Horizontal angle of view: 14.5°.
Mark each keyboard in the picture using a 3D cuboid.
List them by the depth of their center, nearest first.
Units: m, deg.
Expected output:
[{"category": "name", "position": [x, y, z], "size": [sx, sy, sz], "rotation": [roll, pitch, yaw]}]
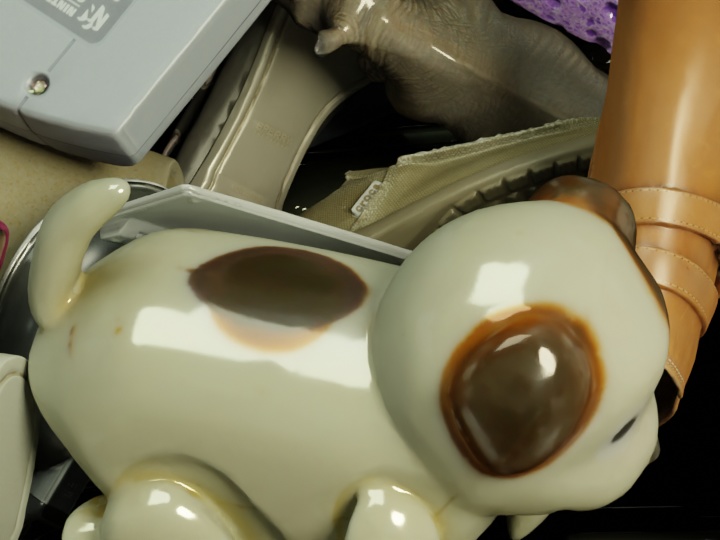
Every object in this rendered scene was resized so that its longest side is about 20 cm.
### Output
[{"category": "keyboard", "position": [0.000, 0.000, 0.999], "size": [0.056, 0.200, 0.011], "rotation": [-22, 61, 44]}]

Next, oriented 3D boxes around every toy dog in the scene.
[{"category": "toy dog", "position": [0.006, 0.035, 0.919], "size": [0.200, 0.194, 0.140], "rotation": [-12, 21, 28]}]

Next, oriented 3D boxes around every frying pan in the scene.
[{"category": "frying pan", "position": [-0.108, 0.051, 0.989], "size": [0.031, 0.115, 0.190], "rotation": [16, 56, 40]}]

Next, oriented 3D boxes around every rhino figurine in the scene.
[{"category": "rhino figurine", "position": [0.036, -0.083, 1.117], "size": [0.060, 0.200, 0.087], "rotation": [-61, 27, 7]}]

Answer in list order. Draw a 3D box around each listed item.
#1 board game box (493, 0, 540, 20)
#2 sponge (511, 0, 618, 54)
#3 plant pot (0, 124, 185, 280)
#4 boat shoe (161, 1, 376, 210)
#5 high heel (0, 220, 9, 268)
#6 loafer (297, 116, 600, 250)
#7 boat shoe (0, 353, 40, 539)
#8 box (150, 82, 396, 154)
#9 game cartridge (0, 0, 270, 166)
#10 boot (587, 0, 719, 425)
[{"category": "board game box", "position": [0.045, -0.191, 1.237], "size": [0.135, 0.200, 0.028], "rotation": [-9, 41, 15]}, {"category": "sponge", "position": [0.081, -0.146, 1.149], "size": [0.200, 0.030, 0.112], "rotation": [29, 42, -1]}, {"category": "plant pot", "position": [-0.168, 0.006, 1.086], "size": [0.200, 0.188, 0.187], "rotation": [-2, 33, 4]}, {"category": "boat shoe", "position": [-0.038, -0.077, 1.165], "size": [0.057, 0.067, 0.200], "rotation": [27, 84, 50]}, {"category": "high heel", "position": [-0.168, 0.074, 0.964], "size": [0.096, 0.200, 0.067], "rotation": [0, 1, 22]}, {"category": "loafer", "position": [0.025, -0.013, 1.088], "size": [0.200, 0.076, 0.067], "rotation": [-20, 37, -3]}, {"category": "boat shoe", "position": [-0.158, 0.117, 0.907], "size": [0.062, 0.075, 0.200], "rotation": [10, 82, 19]}, {"category": "box", "position": [-0.105, -0.109, 1.223], "size": [0.200, 0.149, 0.107], "rotation": [-22, 20, -7]}, {"category": "game cartridge", "position": [-0.124, -0.125, 1.058], "size": [0.200, 0.040, 0.133], "rotation": [34, 77, 29]}, {"category": "boot", "position": [0.108, -0.040, 0.957], "size": [0.074, 0.200, 0.155], "rotation": [12, 64, 14]}]
